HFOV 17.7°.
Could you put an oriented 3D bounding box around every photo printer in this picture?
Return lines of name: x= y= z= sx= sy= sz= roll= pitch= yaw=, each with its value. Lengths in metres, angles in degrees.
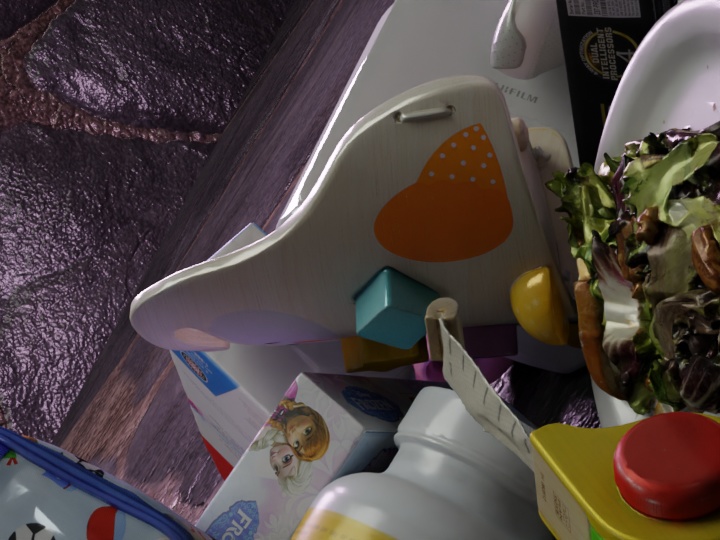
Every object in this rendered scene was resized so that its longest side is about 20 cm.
photo printer: x=0.067 y=-0.059 z=1.146 sx=0.070 sy=0.165 sz=0.201 roll=100 pitch=-168 yaw=-50

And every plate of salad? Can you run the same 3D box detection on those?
plate of salad: x=0.113 y=0.000 z=0.837 sx=0.200 sy=0.048 sz=0.202 roll=-178 pitch=90 yaw=-72

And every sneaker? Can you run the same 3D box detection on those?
sneaker: x=0.136 y=-0.141 z=1.137 sx=0.200 sy=0.080 sz=0.071 roll=-36 pitch=-25 yaw=-43

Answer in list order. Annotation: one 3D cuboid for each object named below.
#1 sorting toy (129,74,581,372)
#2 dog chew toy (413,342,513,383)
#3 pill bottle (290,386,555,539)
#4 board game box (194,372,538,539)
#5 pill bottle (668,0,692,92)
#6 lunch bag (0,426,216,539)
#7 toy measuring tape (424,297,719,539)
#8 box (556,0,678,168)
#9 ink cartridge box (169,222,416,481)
sorting toy: x=0.000 y=0.000 z=0.977 sx=0.179 sy=0.108 sz=0.200 roll=-15 pitch=-6 yaw=12
dog chew toy: x=0.052 y=-0.013 z=1.225 sx=0.125 sy=0.124 sz=0.201 roll=-50 pitch=20 yaw=36
pill bottle: x=0.010 y=0.151 z=0.899 sx=0.201 sy=0.112 sz=0.112 roll=-60 pitch=10 yaw=-14
board game box: x=-0.024 y=0.138 z=1.033 sx=0.201 sy=0.041 sz=0.199 roll=-55 pitch=-23 yaw=11
pill bottle: x=0.189 y=-0.142 z=0.934 sx=0.114 sy=0.114 sz=0.201 roll=-47 pitch=14 yaw=45
lunch bag: x=-0.146 y=0.171 z=0.926 sx=0.201 sy=0.159 sz=0.076 roll=-63 pitch=-23 yaw=-4
toy measuring tape: x=0.092 y=0.062 z=0.787 sx=0.074 sy=0.073 sz=0.200 roll=-54 pitch=39 yaw=14
box: x=0.129 y=-0.115 z=1.008 sx=0.162 sy=0.049 sz=0.201 roll=-66 pitch=-28 yaw=-44
ink cartridge box: x=-0.026 y=0.079 z=1.142 sx=0.067 sy=0.116 sz=0.200 roll=-41 pitch=-25 yaw=-15
